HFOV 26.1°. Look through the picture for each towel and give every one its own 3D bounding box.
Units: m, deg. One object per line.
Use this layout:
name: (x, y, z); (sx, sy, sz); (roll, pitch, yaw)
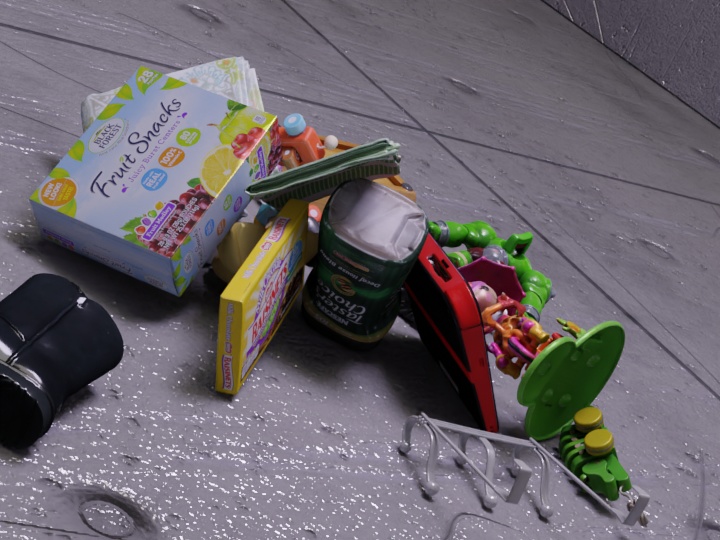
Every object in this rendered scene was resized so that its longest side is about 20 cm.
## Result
towel: (-0.030, -0.092, 1.541); (0.151, 0.024, 0.200); (-18, -1, 3)
towel: (-0.193, -0.135, 1.641); (0.198, 0.048, 0.172); (-14, 52, 2)

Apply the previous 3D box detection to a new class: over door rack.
over door rack: (0.140, 0.192, 1.414); (0.147, 0.067, 0.200); (14, 2, -29)

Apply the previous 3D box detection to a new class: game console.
game console: (0.089, 0.051, 1.606); (0.031, 0.178, 0.200); (-22, 35, -7)

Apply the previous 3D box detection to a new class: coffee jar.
coffee jar: (0.000, 0.000, 1.567); (0.104, 0.200, 0.086); (27, 59, 6)

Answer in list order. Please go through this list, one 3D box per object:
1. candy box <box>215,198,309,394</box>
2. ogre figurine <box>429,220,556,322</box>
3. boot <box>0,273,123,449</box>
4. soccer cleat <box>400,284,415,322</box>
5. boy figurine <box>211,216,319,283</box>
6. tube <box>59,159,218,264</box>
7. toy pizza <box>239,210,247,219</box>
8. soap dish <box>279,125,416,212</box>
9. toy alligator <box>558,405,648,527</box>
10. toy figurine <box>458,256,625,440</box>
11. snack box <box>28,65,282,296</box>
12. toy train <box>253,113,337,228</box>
candy box: (-0.091, 0.021, 1.460); (0.026, 0.103, 0.200); (11, 31, 12)
ogre figurine: (0.161, 0.001, 1.895); (0.199, 0.099, 0.119); (26, 28, 33)
boot: (-0.299, 0.044, 1.241); (0.199, 0.077, 0.168); (34, 24, 0)
soccer cleat: (0.056, 0.000, 1.813); (0.073, 0.069, 0.200); (15, 20, -40)
boy figurine: (-0.103, -0.019, 1.613); (0.123, 0.065, 0.200); (-13, -2, 18)
tube: (-0.230, -0.073, 1.676); (0.199, 0.051, 0.077); (29, 7, 20)
toy pizza: (-0.210, -0.120, 1.763); (0.199, 0.032, 0.200); (31, 7, -4)
soap dish: (-0.038, -0.108, 1.937); (0.199, 0.082, 0.157); (9, 26, -37)
toy alligator: (0.237, 0.200, 1.569); (0.054, 0.060, 0.200); (-19, 29, 2)
toy figurine: (0.152, 0.061, 1.626); (0.184, 0.151, 0.200); (40, 11, 28)
snack box: (-0.198, -0.091, 1.527); (0.168, 0.068, 0.200); (22, 56, 20)
toy train: (-0.080, -0.083, 1.707); (0.149, 0.201, 0.056); (5, 51, 26)
